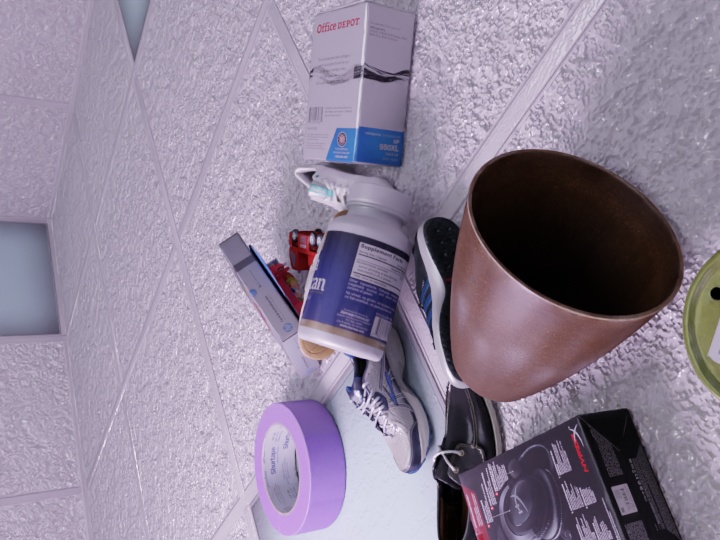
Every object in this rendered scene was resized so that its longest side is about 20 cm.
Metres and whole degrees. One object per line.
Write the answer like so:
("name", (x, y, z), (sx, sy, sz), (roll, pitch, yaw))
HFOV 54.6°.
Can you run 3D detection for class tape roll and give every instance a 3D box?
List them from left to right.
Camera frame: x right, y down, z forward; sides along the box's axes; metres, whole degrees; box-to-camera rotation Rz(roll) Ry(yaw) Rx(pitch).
("tape roll", (-0.101, 0.311, 1.111), (0.199, 0.065, 0.204), (-2, 88, 58))

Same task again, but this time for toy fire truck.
("toy fire truck", (-0.052, 0.015, 1.056), (0.199, 0.048, 0.144), (15, 105, 59))

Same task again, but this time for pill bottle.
("pill bottle", (0.000, 0.000, 0.861), (0.110, 0.110, 0.203), (3, 75, 57))

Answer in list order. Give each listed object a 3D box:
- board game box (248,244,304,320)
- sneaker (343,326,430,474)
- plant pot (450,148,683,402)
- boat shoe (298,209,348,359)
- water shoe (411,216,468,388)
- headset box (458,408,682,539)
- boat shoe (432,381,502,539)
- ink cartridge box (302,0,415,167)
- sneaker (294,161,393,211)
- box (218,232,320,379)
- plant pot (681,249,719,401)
("board game box", (-0.106, 0.036, 1.093), (0.202, 0.039, 0.158), (57, 169, 1))
("sneaker", (0.023, 0.168, 0.904), (0.077, 0.084, 0.202), (-50, 50, 44))
("plant pot", (0.157, 0.029, 0.641), (0.202, 0.184, 0.189), (106, 147, -47))
("boat shoe", (-0.039, 0.021, 0.947), (0.069, 0.070, 0.203), (170, 118, -72))
("water shoe", (0.105, 0.040, 0.813), (0.079, 0.070, 0.204), (116, 149, -67))
("headset box", (0.185, 0.238, 0.657), (0.200, 0.076, 0.151), (-47, 51, 47))
("boat shoe", (0.114, 0.216, 0.779), (0.071, 0.067, 0.204), (-10, 79, 58))
("ink cartridge box", (-0.005, -0.249, 0.958), (0.144, 0.083, 0.204), (18, 105, 55))
("sneaker", (-0.028, -0.108, 0.986), (0.199, 0.087, 0.077), (33, 115, 52))
("box", (-0.140, 0.058, 1.091), (0.201, 0.041, 0.157), (51, 168, 26))
("plant pot", (0.283, 0.031, 0.399), (0.186, 0.197, 0.191), (-2, 88, 56))
